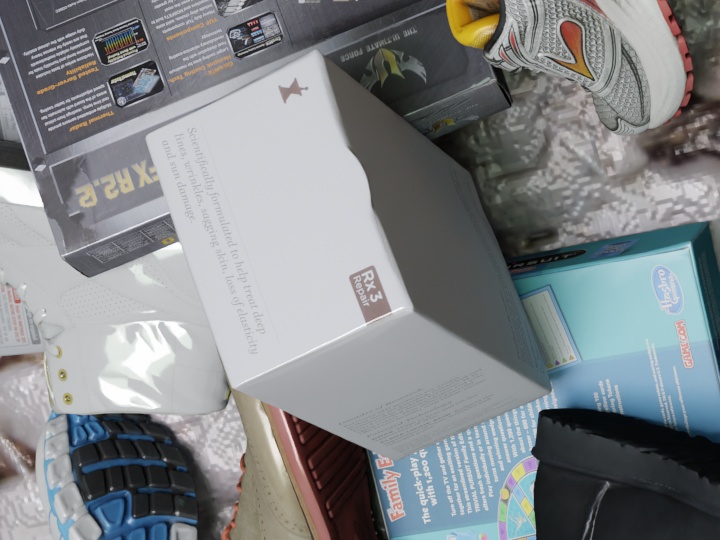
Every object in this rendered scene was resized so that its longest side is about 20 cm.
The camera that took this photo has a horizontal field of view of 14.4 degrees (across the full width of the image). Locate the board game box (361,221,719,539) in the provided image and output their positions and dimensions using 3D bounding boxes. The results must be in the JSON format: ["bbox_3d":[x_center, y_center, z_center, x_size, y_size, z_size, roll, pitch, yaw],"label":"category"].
[{"bbox_3d":[0.071,0.072,1.261,0.199,0.047,0.152,-10,100,19],"label":"board game box"}]

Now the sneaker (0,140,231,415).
[{"bbox_3d":[-0.145,0.007,1.272,0.199,0.074,0.116,14,104,12],"label":"sneaker"}]

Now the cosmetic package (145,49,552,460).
[{"bbox_3d":[0.000,0.000,1.137,0.081,0.200,0.113,-25,70,14],"label":"cosmetic package"}]

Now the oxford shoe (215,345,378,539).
[{"bbox_3d":[-0.035,0.101,1.239,0.074,0.070,0.201,-15,98,25],"label":"oxford shoe"}]

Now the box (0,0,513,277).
[{"bbox_3d":[-0.055,-0.108,1.203,0.199,0.048,0.159,-22,77,6],"label":"box"}]

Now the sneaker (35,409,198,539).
[{"bbox_3d":[-0.107,0.153,1.299,0.087,0.075,0.201,-54,50,44],"label":"sneaker"}]

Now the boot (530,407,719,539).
[{"bbox_3d":[0.131,0.152,1.165,0.198,0.073,0.163,14,101,46],"label":"boot"}]

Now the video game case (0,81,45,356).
[{"bbox_3d":[-0.136,-0.063,1.304,0.181,0.023,0.201,-5,101,18],"label":"video game case"}]

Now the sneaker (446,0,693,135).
[{"bbox_3d":[0.075,-0.114,1.149,0.082,0.200,0.078,-29,54,7],"label":"sneaker"}]
